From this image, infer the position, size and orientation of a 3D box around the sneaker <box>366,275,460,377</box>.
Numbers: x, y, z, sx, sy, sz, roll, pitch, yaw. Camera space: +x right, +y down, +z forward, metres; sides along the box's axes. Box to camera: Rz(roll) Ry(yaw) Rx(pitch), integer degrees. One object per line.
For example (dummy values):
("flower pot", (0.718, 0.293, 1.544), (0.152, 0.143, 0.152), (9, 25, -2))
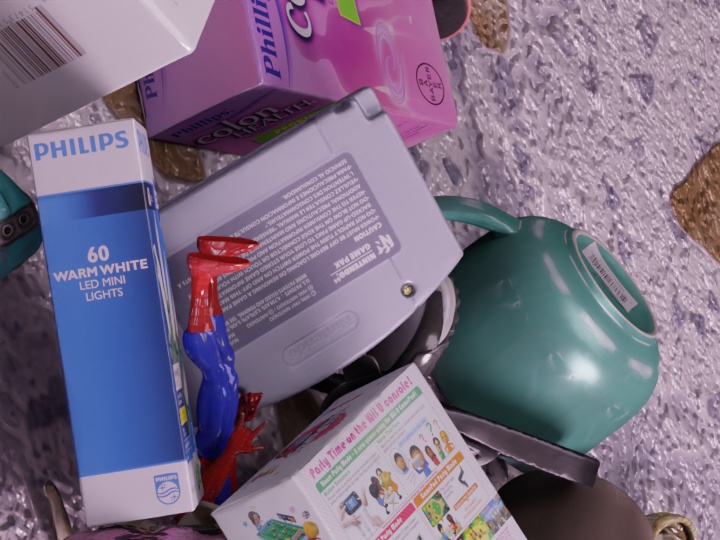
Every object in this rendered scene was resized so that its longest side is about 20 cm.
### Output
("sneaker", (0.000, 0.000, 1.593), (0.079, 0.074, 0.200), (18, 29, -33))

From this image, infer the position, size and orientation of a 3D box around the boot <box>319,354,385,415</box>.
("boot", (0.001, 0.153, 1.468), (0.200, 0.077, 0.139), (-86, 161, -64))

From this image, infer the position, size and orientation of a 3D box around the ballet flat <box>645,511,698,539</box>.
("ballet flat", (0.198, 0.249, 1.753), (0.071, 0.071, 0.200), (39, 44, -34))

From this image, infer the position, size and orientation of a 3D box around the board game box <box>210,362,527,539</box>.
("board game box", (0.028, 0.170, 1.384), (0.200, 0.064, 0.148), (59, 35, -5))

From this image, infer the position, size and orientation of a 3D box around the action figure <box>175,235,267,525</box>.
("action figure", (-0.077, 0.085, 1.436), (0.065, 0.051, 0.201), (-91, -173, -74))

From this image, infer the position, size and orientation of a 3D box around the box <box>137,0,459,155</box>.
("box", (-0.049, -0.168, 1.625), (0.200, 0.097, 0.177), (7, 66, -51))

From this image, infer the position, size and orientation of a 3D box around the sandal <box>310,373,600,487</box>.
("sandal", (0.049, 0.105, 1.584), (0.200, 0.075, 0.048), (19, 89, -10))

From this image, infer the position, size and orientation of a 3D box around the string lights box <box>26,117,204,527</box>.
("string lights box", (-0.127, 0.026, 1.354), (0.103, 0.059, 0.201), (-166, -113, -89))

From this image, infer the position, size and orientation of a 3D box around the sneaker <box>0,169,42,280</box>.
("sneaker", (-0.208, 0.016, 1.331), (0.121, 0.084, 0.201), (-18, 85, -46))

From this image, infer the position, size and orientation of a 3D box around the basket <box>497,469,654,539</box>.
("basket", (0.107, 0.224, 1.592), (0.180, 0.136, 0.200), (31, 37, -5))

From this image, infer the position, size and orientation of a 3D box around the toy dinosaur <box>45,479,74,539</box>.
("toy dinosaur", (-0.102, 0.197, 1.402), (0.200, 0.047, 0.088), (38, 30, -32))

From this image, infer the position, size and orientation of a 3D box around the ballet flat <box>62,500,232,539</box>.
("ballet flat", (-0.087, 0.154, 1.372), (0.071, 0.069, 0.200), (37, 14, 30))

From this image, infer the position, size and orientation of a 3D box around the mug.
("mug", (0.111, 0.034, 1.672), (0.185, 0.114, 0.152), (35, 25, -42))

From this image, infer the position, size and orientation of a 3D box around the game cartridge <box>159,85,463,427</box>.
("game cartridge", (-0.047, 0.000, 1.493), (0.200, 0.041, 0.133), (-31, 96, -13))

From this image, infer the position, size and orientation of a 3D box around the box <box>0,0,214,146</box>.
("box", (-0.153, -0.192, 1.450), (0.106, 0.152, 0.200), (46, 39, -28))

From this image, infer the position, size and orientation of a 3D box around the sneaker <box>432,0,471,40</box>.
("sneaker", (0.008, -0.250, 1.786), (0.200, 0.074, 0.087), (55, 23, -24))
